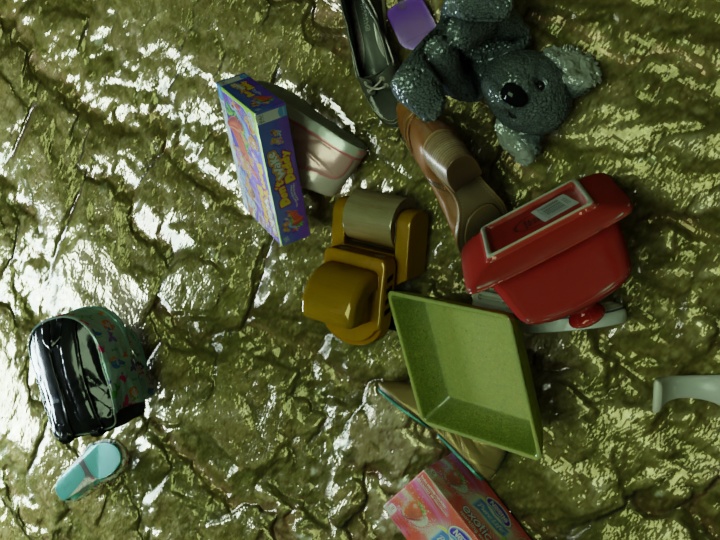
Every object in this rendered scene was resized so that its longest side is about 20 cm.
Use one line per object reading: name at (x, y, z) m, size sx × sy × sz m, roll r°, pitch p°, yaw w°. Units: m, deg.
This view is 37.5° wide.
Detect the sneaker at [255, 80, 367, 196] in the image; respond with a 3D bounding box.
sneaker at (-0.092, -0.177, 1.466) m, size 0.200 × 0.075 × 0.105 m, roll 37°, pitch 113°, yaw 18°

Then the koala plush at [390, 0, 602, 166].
koala plush at (0.169, -0.234, 1.249) m, size 0.200 × 0.184 × 0.177 m, roll 35°, pitch 112°, yaw 0°

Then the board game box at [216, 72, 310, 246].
board game box at (-0.131, -0.151, 1.442) m, size 0.134 × 0.045 × 0.200 m, roll 42°, pitch 149°, yaw 51°

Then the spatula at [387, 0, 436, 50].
spatula at (0.044, -0.381, 1.365) m, size 0.056 × 0.021 × 0.200 m, roll -21°, pitch 86°, yaw 30°

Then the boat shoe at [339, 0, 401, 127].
boat shoe at (0.013, -0.282, 1.385) m, size 0.067 × 0.057 × 0.200 m, roll -13°, pitch 92°, yaw 35°

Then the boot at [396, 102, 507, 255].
boot at (0.107, -0.115, 1.337) m, size 0.077 × 0.200 × 0.155 m, roll -34°, pitch 45°, yaw 0°

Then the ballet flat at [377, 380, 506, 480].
ballet flat at (0.113, 0.197, 1.425) m, size 0.200 × 0.069 × 0.063 m, roll 39°, pitch 91°, yaw 19°

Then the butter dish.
butter dish at (0.229, -0.001, 1.208) m, size 0.199 × 0.200 × 0.148 m, roll -29°, pitch 103°, yaw 10°

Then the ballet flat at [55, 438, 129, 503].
ballet flat at (-0.451, 0.337, 1.826) m, size 0.200 × 0.064 × 0.076 m, roll -33°, pitch 77°, yaw 32°

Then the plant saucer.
plant saucer at (0.139, 0.116, 1.300) m, size 0.200 × 0.048 × 0.200 m, roll 11°, pitch 124°, yaw 47°

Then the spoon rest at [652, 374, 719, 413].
spoon rest at (0.435, 0.144, 1.196) m, size 0.200 × 0.061 × 0.100 m, roll 6°, pitch 104°, yaw 20°

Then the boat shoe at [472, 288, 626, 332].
boat shoe at (0.226, 0.039, 1.302) m, size 0.200 × 0.071 × 0.070 m, roll -3°, pitch 92°, yaw 36°

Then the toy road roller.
toy road roller at (0.000, 0.000, 1.398) m, size 0.123 × 0.146 × 0.200 m, roll 14°, pitch 107°, yaw 31°

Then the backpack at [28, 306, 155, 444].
backpack at (-0.441, 0.158, 1.729) m, size 0.177 × 0.151 × 0.200 m, roll -16°, pitch 98°, yaw 33°

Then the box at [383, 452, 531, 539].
box at (0.142, 0.351, 1.403) m, size 0.200 × 0.103 × 0.095 m, roll 52°, pitch 122°, yaw 16°
